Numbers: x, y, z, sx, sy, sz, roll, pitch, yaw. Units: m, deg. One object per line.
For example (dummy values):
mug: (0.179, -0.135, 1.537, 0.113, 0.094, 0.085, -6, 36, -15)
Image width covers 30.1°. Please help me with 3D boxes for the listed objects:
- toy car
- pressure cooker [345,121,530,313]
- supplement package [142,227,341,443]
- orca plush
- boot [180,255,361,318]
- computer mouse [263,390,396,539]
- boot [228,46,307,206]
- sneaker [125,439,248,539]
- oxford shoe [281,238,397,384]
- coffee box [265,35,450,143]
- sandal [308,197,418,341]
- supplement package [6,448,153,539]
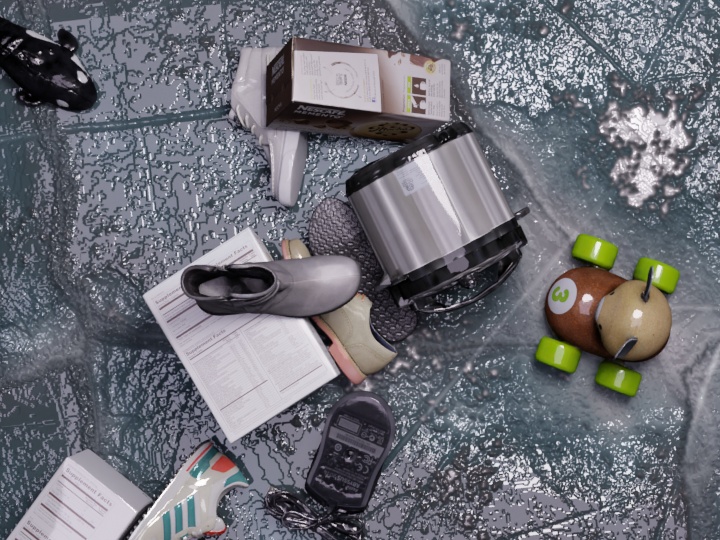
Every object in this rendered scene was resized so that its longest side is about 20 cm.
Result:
toy car: (0.300, 0.052, 1.564, 0.156, 0.200, 0.166, 21, 88, 3)
pressure cooker: (0.091, -0.053, 1.584, 0.175, 0.178, 0.202, -28, 90, 42)
supplement package: (-0.137, 0.078, 1.602, 0.150, 0.152, 0.201, -32, 87, -1)
orca plush: (-0.414, -0.278, 1.667, 0.105, 0.071, 0.201, -36, 87, 0)
boot: (-0.093, 0.017, 1.465, 0.197, 0.132, 0.071, -10, 84, -4)
computer mouse: (-0.022, 0.236, 1.647, 0.137, 0.053, 0.202, 27, 100, 4)
boot: (-0.116, -0.180, 1.660, 0.094, 0.074, 0.203, 3, 79, 8)
sneaker: (-0.215, 0.309, 1.625, 0.093, 0.070, 0.200, 37, 73, 0)
oxford shoe: (-0.027, 0.038, 1.625, 0.073, 0.071, 0.201, -29, 105, 10)
coffee box: (-0.005, -0.212, 1.593, 0.198, 0.113, 0.081, 5, 79, -20)
sandal: (0.000, 0.000, 1.661, 0.075, 0.045, 0.201, -33, 101, 6)
supplement package: (-0.360, 0.332, 1.620, 0.109, 0.114, 0.201, 36, 88, 2)
